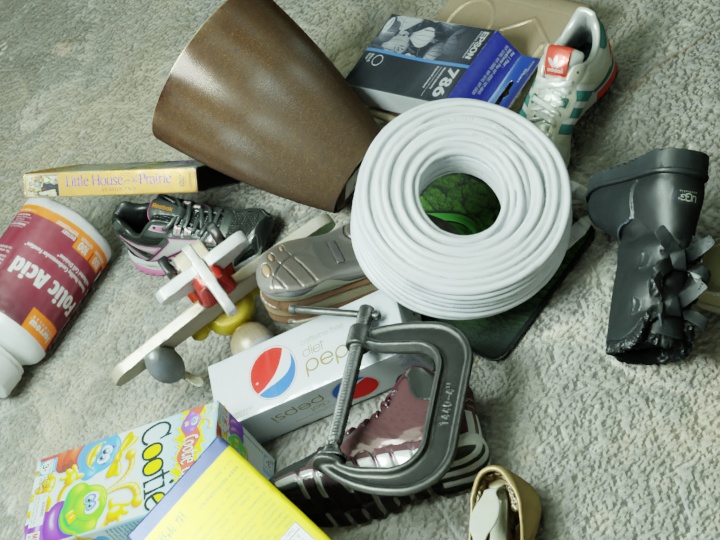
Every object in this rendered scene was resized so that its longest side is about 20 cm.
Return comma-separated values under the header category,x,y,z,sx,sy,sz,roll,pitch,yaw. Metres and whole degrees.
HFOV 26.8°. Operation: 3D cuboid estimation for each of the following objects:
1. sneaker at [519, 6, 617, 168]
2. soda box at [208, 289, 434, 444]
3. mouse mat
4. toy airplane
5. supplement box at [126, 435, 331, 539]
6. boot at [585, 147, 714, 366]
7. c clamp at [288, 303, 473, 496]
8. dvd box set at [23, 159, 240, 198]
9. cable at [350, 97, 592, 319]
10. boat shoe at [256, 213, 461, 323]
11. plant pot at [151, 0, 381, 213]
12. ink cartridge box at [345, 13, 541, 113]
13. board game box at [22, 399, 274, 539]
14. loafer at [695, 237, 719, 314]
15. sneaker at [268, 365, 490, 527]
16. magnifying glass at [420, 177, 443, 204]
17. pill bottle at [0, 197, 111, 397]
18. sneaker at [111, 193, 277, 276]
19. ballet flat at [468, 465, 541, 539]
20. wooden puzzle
category,x,y,z,sx,sy,sz,roll,pitch,yaw
sneaker,0.178,-0.162,1.425,0.070,0.094,0.201,20,64,28
soda box,-0.037,0.089,1.378,0.198,0.064,0.069,-24,60,17
mouse mat,0.102,-0.011,1.406,0.199,0.008,0.161,25,71,41
toy airplane,-0.128,0.031,1.451,0.199,0.142,0.199,-30,8,39
supplement box,-0.067,0.244,1.180,0.200,0.110,0.109,40,80,24
boot,0.231,-0.004,1.252,0.198,0.072,0.164,146,132,-76
c clamp,0.010,0.106,1.267,0.169,0.027,0.201,-4,48,13
dvd box set,-0.242,-0.100,1.636,0.198,0.030,0.146,-1,7,15
cable,0.090,-0.055,1.336,0.199,0.069,0.200,35,71,13
boat shoe,0.000,0.000,1.392,0.198,0.072,0.076,-11,48,-11
plant pot,-0.077,-0.154,1.540,0.199,0.187,0.187,36,74,8
ink cartridge box,0.078,-0.200,1.515,0.199,0.039,0.100,18,67,45
board game box,-0.189,0.211,1.359,0.198,0.105,0.104,-19,43,21
loafer,0.347,-0.019,1.197,0.198,0.068,0.076,-13,46,27
sneaker,0.014,0.145,1.298,0.198,0.076,0.116,-13,46,13
magnifying glass,0.042,-0.046,1.487,0.079,0.022,0.201,20,66,45
pill bottle,-0.370,0.029,1.653,0.113,0.114,0.201,10,60,41
sneaker,-0.186,-0.041,1.602,0.198,0.086,0.081,-7,51,31
ballet flat,0.098,0.240,1.152,0.068,0.063,0.202,-15,46,26
wooden puzzle,0.124,-0.206,1.549,0.185,0.046,0.201,26,73,47
